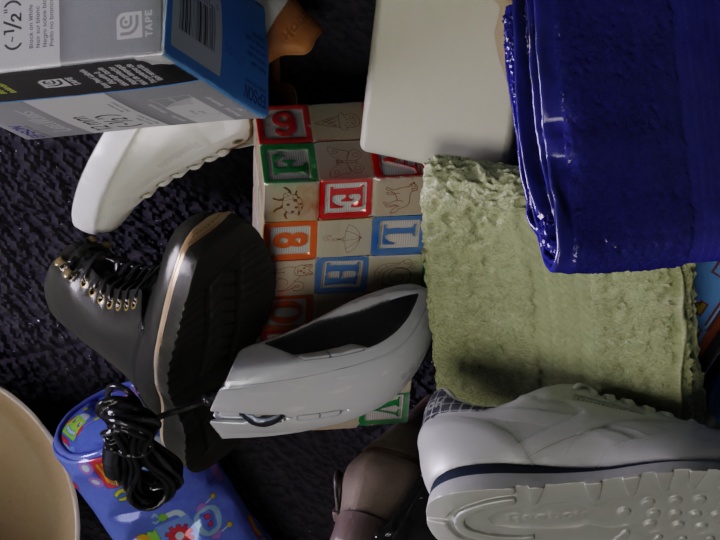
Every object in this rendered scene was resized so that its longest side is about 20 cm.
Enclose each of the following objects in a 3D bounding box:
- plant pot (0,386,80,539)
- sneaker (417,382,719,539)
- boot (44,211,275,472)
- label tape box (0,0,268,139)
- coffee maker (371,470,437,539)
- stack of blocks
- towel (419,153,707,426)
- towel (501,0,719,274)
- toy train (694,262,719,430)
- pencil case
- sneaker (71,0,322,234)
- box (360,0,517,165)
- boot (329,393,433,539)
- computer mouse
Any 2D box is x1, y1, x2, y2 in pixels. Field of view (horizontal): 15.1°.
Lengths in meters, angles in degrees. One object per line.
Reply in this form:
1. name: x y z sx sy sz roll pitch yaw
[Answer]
1. plant pot: -0.280 0.160 1.661 0.200 0.200 0.134 34 167 -9
2. sneaker: 0.129 0.094 1.375 0.200 0.081 0.076 3 137 -6
3. boot: -0.121 0.009 1.448 0.138 0.077 0.200 42 147 22
4. label tape box: -0.162 -0.108 1.335 0.200 0.066 0.143 -6 170 17
5. coffee maker: 0.088 0.220 1.465 0.200 0.192 0.135 48 169 -27
6. stack of blocks: 0.000 0.000 1.468 0.115 0.059 0.200 -3 137 -7
7. towel: 0.103 0.021 1.386 0.148 0.037 0.200 8 138 17
8. towel: 0.167 -0.073 1.288 0.200 0.148 0.050 -2 172 -18
9. toy train: 0.202 0.003 1.411 0.114 0.087 0.200 30 132 2
10. pencil case: -0.104 0.153 1.645 0.087 0.078 0.200 -29 116 5
11. sneaker: -0.088 -0.075 1.455 0.085 0.073 0.200 33 130 -5
12. box: 0.055 -0.153 1.329 0.078 0.095 0.200 13 132 8
13. boot: 0.035 0.174 1.560 0.070 0.146 0.200 0 130 31
14. computer mouse: -0.040 0.065 1.407 0.200 0.044 0.110 -22 150 -15
